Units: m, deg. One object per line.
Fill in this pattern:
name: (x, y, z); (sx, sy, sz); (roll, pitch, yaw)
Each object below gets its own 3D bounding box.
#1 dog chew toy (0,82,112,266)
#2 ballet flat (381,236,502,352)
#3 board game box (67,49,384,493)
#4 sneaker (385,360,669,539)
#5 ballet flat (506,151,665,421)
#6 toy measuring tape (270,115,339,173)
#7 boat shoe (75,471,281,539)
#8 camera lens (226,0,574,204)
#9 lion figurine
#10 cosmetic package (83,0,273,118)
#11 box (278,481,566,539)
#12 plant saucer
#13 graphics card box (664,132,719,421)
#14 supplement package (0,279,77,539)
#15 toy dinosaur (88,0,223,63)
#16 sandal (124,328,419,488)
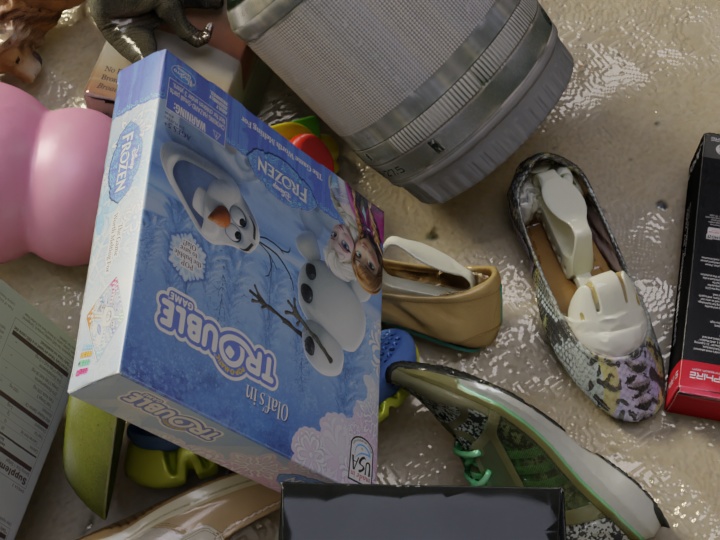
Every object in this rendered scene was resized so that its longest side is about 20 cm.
dog chew toy: (-0.205, -0.058, 0.912); (0.199, 0.125, 0.125); (8, 63, -6)
ballet flat: (0.000, 0.000, 0.906); (0.199, 0.063, 0.069); (12, 30, 2)
board game box: (-0.063, 0.010, 0.759); (0.043, 0.200, 0.200); (-20, 53, 34)
sneaker: (0.090, 0.128, 0.824); (0.200, 0.077, 0.089); (35, 84, -4)
ballet flat: (0.149, 0.004, 0.905); (0.072, 0.072, 0.201); (-17, 65, -8)
toy measuring tape: (-0.075, -0.055, 0.904); (0.074, 0.074, 0.200); (42, 34, 18)
boat shoe: (-0.116, 0.178, 0.823); (0.199, 0.074, 0.069); (-23, 80, -12)
camera lens: (0.024, -0.164, 0.899); (0.200, 0.160, 0.160); (43, 67, -17)
lion figurine: (-0.219, -0.231, 0.974); (0.072, 0.200, 0.122); (39, 36, 12)
cosmetic package: (-0.114, -0.175, 0.982); (0.103, 0.087, 0.201); (13, 64, 7)
box: (0.030, 0.202, 0.733); (0.148, 0.200, 0.125); (1, 65, 0)
plant saucer: (-0.150, 0.047, 0.808); (0.031, 0.200, 0.201); (9, 63, -8)
graphics card box: (0.279, 0.010, 0.913); (0.125, 0.051, 0.201); (9, 65, 5)
supplement package: (-0.290, 0.098, 0.787); (0.151, 0.151, 0.201); (1, 60, 29)
toy dinosaur: (-0.143, -0.203, 0.914); (0.102, 0.077, 0.201); (9, 96, 1)
sandal: (-0.059, 0.070, 0.852); (0.199, 0.079, 0.087); (-16, 107, -11)
